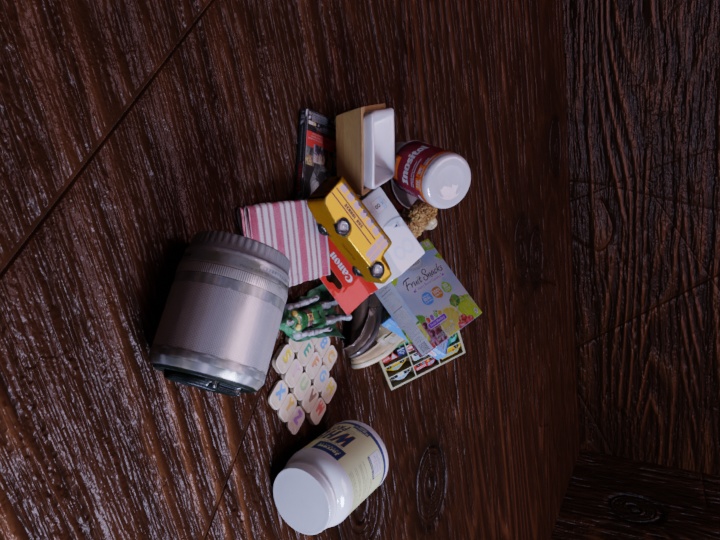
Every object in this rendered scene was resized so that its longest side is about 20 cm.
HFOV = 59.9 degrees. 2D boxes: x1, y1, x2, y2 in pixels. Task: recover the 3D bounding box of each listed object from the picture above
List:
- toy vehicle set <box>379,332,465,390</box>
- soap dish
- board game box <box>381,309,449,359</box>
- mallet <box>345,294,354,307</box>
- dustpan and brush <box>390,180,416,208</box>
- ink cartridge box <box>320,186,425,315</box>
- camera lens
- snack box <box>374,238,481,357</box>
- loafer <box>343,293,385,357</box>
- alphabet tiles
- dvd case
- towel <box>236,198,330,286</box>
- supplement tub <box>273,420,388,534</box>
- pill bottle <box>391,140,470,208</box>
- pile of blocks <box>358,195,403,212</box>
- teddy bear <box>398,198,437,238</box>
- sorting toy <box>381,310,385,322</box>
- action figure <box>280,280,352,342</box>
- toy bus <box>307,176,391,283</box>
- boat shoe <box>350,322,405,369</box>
[{"bbox_3d":[0.138,0.184,1.440,0.199,0.027,0.125,-26,125,-5],"label":"toy vehicle set"},{"bbox_3d":[0.010,-0.240,1.211,0.200,0.081,0.158,-49,140,-68],"label":"soap dish"},{"bbox_3d":[0.137,0.073,1.361,0.151,0.037,0.201,33,48,-14],"label":"board game box"},{"bbox_3d":[0.000,0.000,1.272,0.066,0.041,0.201,61,32,-48],"label":"mallet"},{"bbox_3d":[0.095,-0.230,1.440,0.200,0.057,0.140,22,84,-65],"label":"dustpan and brush"},{"bbox_3d":[0.007,-0.038,1.189,0.200,0.047,0.160,-41,103,-25],"label":"ink cartridge box"},{"bbox_3d":[-0.191,0.065,0.871,0.160,0.159,0.201,38,61,-54],"label":"camera lens"},{"bbox_3d":[0.132,0.053,1.299,0.168,0.068,0.200,-29,78,-41],"label":"snack box"},{"bbox_3d":[0.004,0.089,1.310,0.071,0.073,0.201,34,58,-18],"label":"loafer"},{"bbox_3d":[-0.102,0.198,1.178,0.196,0.015,0.200,-60,140,-37],"label":"alphabet tiles"},{"bbox_3d":[-0.072,-0.189,1.183,0.146,0.022,0.201,3,90,-59],"label":"dvd case"},{"bbox_3d":[-0.127,-0.047,1.078,0.200,0.030,0.147,-15,104,-51],"label":"towel"},{"bbox_3d":[-0.052,0.378,1.153,0.200,0.144,0.146,-19,109,-57],"label":"supplement tub"},{"bbox_3d":[0.130,-0.208,1.306,0.112,0.200,0.114,-11,115,-25],"label":"pill bottle"},{"bbox_3d":[0.051,-0.142,1.334,0.200,0.062,0.083,1,78,-67],"label":"pile of blocks"},{"bbox_3d":[0.104,-0.085,1.334,0.200,0.067,0.146,-30,146,-52],"label":"teddy bear"},{"bbox_3d":[0.097,0.090,1.448,0.179,0.107,0.201,7,87,-40],"label":"sorting toy"},{"bbox_3d":[-0.088,0.084,1.140,0.200,0.055,0.119,-13,81,-59],"label":"action figure"},{"bbox_3d":[-0.011,-0.067,1.119,0.078,0.065,0.200,-51,119,-23],"label":"toy bus"},{"bbox_3d":[0.050,0.139,1.352,0.200,0.074,0.069,-33,102,-29],"label":"boat shoe"}]
